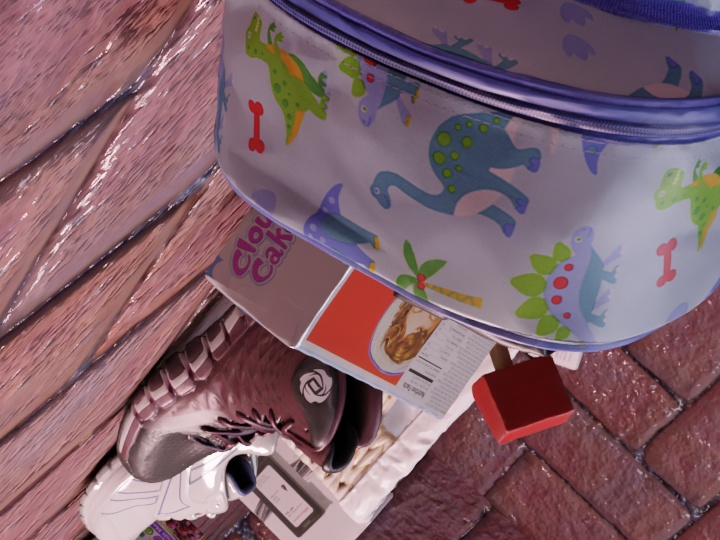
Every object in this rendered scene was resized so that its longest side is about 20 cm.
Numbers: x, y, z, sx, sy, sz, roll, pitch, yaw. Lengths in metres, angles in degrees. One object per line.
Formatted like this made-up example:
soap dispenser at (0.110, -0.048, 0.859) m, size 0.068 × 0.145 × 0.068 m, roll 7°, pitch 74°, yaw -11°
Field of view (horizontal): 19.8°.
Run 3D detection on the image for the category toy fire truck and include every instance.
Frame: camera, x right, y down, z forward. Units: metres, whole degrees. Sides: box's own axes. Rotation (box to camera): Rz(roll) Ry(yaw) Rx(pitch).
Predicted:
toy fire truck at (0.079, -0.009, 1.274) m, size 0.049 × 0.200 × 0.141 m, roll -17°, pitch 158°, yaw -14°

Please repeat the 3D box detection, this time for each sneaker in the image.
sneaker at (-0.059, 0.089, 1.217) m, size 0.076 × 0.116 × 0.200 m, roll 4°, pitch 136°, yaw -51°
sneaker at (-0.120, 0.135, 1.363) m, size 0.075 × 0.087 × 0.200 m, roll -46°, pitch 177°, yaw -46°

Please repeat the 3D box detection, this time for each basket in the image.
basket at (0.024, 0.062, 1.634) m, size 0.198 × 0.161 × 0.200 m, roll -49°, pitch 176°, yaw 13°

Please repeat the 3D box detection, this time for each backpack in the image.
backpack at (0.057, -0.080, 0.633) m, size 0.200 × 0.183 × 0.147 m, roll -38°, pitch 146°, yaw -49°

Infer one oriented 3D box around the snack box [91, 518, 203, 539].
snack box at (-0.237, 0.287, 1.697) m, size 0.169 × 0.068 × 0.200 m, roll -50°, pitch 174°, yaw 31°

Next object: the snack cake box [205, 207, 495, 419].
snack cake box at (0.016, -0.002, 1.066) m, size 0.115 × 0.067 × 0.200 m, roll -54°, pitch 153°, yaw 2°

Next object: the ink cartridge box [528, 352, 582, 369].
ink cartridge box at (0.180, -0.050, 1.518) m, size 0.200 × 0.045 × 0.176 m, roll 97°, pitch 14°, yaw -57°

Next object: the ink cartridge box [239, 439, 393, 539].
ink cartridge box at (-0.044, 0.173, 1.672) m, size 0.068 × 0.200 × 0.116 m, roll -46°, pitch 176°, yaw 11°
